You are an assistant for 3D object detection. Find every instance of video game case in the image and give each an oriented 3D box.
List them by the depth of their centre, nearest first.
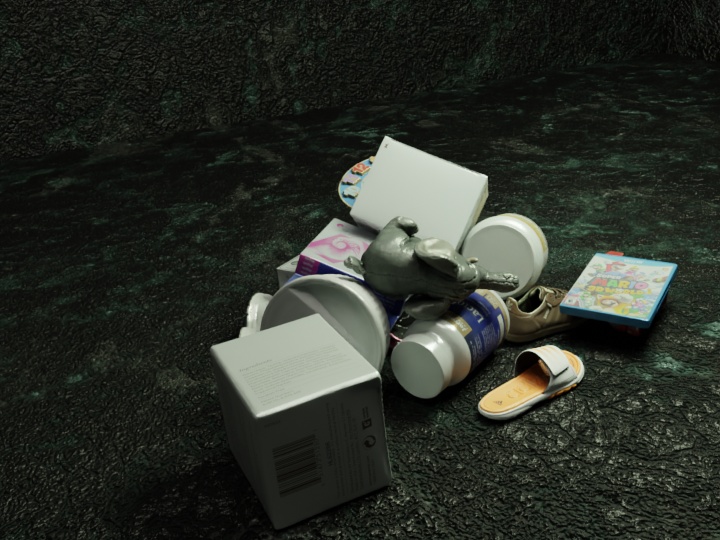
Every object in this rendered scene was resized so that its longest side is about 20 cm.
[{"bbox_3d":[0.433,0.029,1.297,0.142,0.018,0.200,9,31,32],"label":"video game case"}]

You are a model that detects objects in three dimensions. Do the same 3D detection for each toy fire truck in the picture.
[{"bbox_3d":[0.456,0.037,1.351,0.140,0.049,0.199,17,33,34],"label":"toy fire truck"}]

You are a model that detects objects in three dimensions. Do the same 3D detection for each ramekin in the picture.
[{"bbox_3d":[-0.045,0.098,1.179,0.200,0.205,0.094,4,14,21],"label":"ramekin"}]

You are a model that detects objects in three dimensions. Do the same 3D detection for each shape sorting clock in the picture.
[{"bbox_3d":[0.054,-0.174,1.527,0.198,0.040,0.201,-10,38,8],"label":"shape sorting clock"}]

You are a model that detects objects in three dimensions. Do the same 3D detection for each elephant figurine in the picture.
[{"bbox_3d":[0.110,0.004,1.160,0.199,0.142,0.156,24,66,35],"label":"elephant figurine"}]

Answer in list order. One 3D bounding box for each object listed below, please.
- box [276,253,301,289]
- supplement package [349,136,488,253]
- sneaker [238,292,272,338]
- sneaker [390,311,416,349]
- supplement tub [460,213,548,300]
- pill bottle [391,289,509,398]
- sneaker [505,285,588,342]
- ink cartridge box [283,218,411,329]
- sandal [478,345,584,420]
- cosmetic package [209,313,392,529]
[{"bbox_3d":[-0.045,-0.007,1.422,0.116,0.061,0.200,10,29,33],"label":"box"},{"bbox_3d":[0.107,-0.119,1.386,0.198,0.157,0.111,24,-6,14],"label":"supplement package"},{"bbox_3d":[-0.163,0.107,1.354,0.086,0.075,0.201,6,30,-3],"label":"sneaker"},{"bbox_3d":[0.076,0.097,1.319,0.197,0.079,0.096,-4,51,-8],"label":"sneaker"},{"bbox_3d":[0.256,-0.026,1.380,0.143,0.146,0.200,1,6,17],"label":"supplement tub"},{"bbox_3d":[0.139,0.108,1.199,0.115,0.117,0.199,11,29,35],"label":"pill bottle"},{"bbox_3d":[0.323,0.059,1.312,0.198,0.076,0.070,-19,26,-29],"label":"sneaker"},{"bbox_3d":[0.000,0.000,1.310,0.195,0.044,0.200,22,35,11],"label":"ink cartridge box"},{"bbox_3d":[0.254,0.152,1.137,0.205,0.060,0.079,-23,29,-35],"label":"sandal"},{"bbox_3d":[-0.080,0.185,1.008,0.165,0.169,0.200,-17,26,-21],"label":"cosmetic package"}]
